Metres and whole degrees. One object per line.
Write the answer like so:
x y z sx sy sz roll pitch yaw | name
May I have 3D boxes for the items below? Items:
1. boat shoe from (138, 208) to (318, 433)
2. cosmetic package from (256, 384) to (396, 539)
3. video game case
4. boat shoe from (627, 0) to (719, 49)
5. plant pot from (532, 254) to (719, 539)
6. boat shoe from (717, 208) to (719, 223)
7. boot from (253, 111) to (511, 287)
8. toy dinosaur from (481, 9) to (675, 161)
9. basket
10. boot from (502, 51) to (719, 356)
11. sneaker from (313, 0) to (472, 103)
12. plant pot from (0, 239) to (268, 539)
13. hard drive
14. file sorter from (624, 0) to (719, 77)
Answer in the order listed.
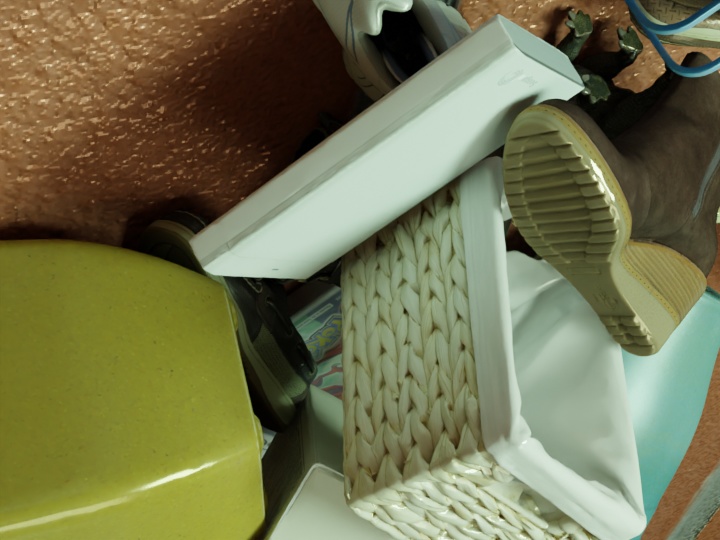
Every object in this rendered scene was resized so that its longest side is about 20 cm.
-0.081 0.025 0.951 0.066 0.071 0.201 -53 140 -27 | boat shoe
-0.028 0.155 0.959 0.073 0.200 0.104 29 97 -9 | cosmetic package
-0.028 0.073 1.090 0.200 0.023 0.182 -36 146 16 | video game case
0.246 -0.157 0.900 0.201 0.075 0.075 -9 150 -24 | boat shoe
0.167 0.069 1.055 0.199 0.200 0.189 21 105 -48 | plant pot
0.229 -0.075 1.002 0.199 0.074 0.067 -17 144 -22 | boat shoe
0.000 0.000 0.946 0.173 0.069 0.201 5 112 -38 | boot
0.140 -0.105 0.920 0.199 0.077 0.102 -11 161 -37 | toy dinosaur
0.071 0.060 0.844 0.123 0.201 0.135 -27 135 30 | basket
0.159 -0.068 0.842 0.072 0.167 0.200 5 144 38 | boot
0.025 -0.116 0.795 0.074 0.087 0.200 -34 148 11 | sneaker
-0.160 0.100 0.854 0.198 0.197 0.195 -10 146 -8 | plant pot
0.017 -0.059 0.785 0.199 0.026 0.132 -34 166 19 | hard drive
0.159 -0.210 0.718 0.138 0.123 0.200 -35 146 14 | file sorter
